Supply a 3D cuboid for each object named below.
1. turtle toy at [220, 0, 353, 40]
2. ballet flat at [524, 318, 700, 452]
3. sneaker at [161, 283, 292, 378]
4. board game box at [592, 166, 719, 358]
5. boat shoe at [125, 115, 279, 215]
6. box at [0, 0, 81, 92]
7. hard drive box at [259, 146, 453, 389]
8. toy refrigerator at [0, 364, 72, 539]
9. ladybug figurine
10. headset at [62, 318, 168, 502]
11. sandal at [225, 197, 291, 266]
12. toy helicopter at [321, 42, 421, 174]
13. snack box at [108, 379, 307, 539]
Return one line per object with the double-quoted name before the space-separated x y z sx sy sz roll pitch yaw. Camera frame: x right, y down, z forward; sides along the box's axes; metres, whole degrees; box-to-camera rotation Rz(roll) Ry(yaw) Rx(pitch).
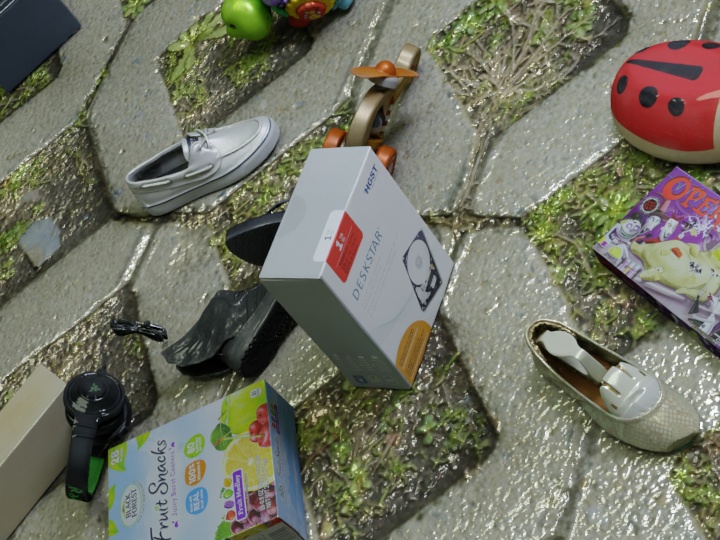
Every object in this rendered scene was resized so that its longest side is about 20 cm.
"turtle toy" -0.088 -0.356 1.980 0.198 0.145 0.102 -18 69 22
"ballet flat" 0.220 0.102 1.441 0.068 0.062 0.199 -50 45 -10
"sneaker" -0.122 0.041 1.726 0.104 0.060 0.201 28 79 41
"board game box" 0.321 -0.008 1.487 0.120 0.032 0.200 -40 43 -6
"boat shoe" -0.192 -0.135 1.911 0.199 0.065 0.074 -31 44 10
"box" -0.521 -0.378 2.301 0.148 0.107 0.200 -42 43 -3
"hard drive box" 0.000 0.000 1.574 0.076 0.200 0.157 0 57 34
"toy refrigerator" -0.386 0.211 1.761 0.070 0.076 0.201 28 75 44
"ladybug figurine" 0.329 -0.177 1.583 0.199 0.072 0.137 14 65 41
"headset" -0.268 0.149 1.698 0.093 0.124 0.203 9 73 0
"sandal" -0.053 -0.056 1.753 0.198 0.076 0.043 -17 49 9
"toy helicopter" 0.026 -0.199 1.781 0.078 0.133 0.201 19 46 11
"snack box" -0.158 0.227 1.598 0.198 0.068 0.170 -26 46 17
